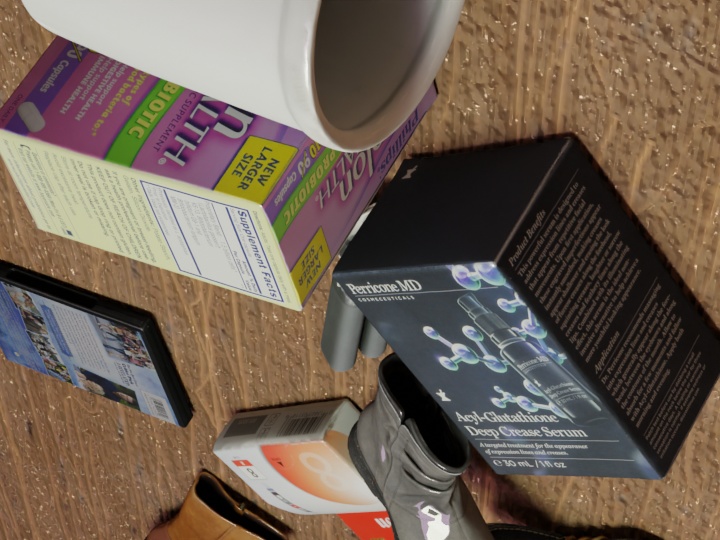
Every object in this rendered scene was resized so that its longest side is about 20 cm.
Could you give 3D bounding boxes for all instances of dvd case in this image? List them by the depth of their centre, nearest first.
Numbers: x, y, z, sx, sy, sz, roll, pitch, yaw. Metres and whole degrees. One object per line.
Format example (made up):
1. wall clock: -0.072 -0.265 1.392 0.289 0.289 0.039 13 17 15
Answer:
1. dvd case: -0.243 0.058 1.843 0.199 0.018 0.143 19 147 26

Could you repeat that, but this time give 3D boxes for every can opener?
1. can opener: 0.000 0.000 1.495 0.067 0.052 0.201 59 161 28

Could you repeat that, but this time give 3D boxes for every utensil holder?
1. utensil holder: -0.064 -0.175 1.163 0.199 0.170 0.170 22 150 24

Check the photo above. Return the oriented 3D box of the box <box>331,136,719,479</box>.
1. box: 0.108 0.028 1.356 0.148 0.107 0.200 -4 133 49

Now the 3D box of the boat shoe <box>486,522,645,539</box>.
1. boat shoe: 0.172 0.227 1.641 0.199 0.071 0.091 21 145 12

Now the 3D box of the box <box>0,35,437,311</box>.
1. box: -0.086 -0.095 1.292 0.199 0.176 0.097 17 148 27

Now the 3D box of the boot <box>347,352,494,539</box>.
1. boot: 0.060 0.166 1.594 0.200 0.070 0.132 52 155 14

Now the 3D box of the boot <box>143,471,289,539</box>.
1. boot: -0.105 0.278 2.019 0.188 0.069 0.200 42 143 -1

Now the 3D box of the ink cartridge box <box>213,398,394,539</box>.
1. ink cartridge box: -0.008 0.191 1.779 0.200 0.050 0.162 49 148 -21
